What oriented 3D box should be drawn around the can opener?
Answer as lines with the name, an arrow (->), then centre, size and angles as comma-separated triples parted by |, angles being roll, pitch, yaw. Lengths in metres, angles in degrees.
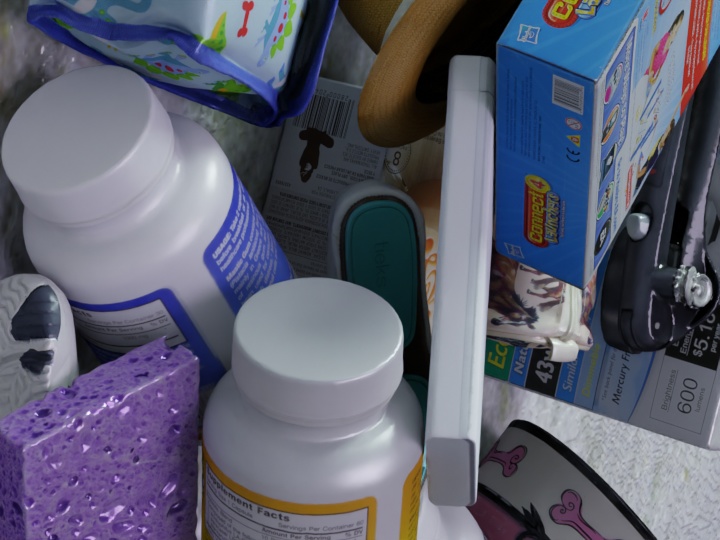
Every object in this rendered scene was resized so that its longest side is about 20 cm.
can opener -> 0.178, -0.049, 1.720 | 0.063, 0.078, 0.201 | 9, 92, -52

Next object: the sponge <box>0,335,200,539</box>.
sponge -> -0.130, 0.139, 1.486 | 0.111, 0.030, 0.201 | -27, 133, -36

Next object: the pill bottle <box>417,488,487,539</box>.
pill bottle -> 0.033, 0.197, 1.786 | 0.111, 0.111, 0.200 | -57, 141, -23

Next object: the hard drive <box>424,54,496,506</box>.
hard drive -> 0.053, 0.008, 1.533 | 0.132, 0.027, 0.201 | 83, 11, -71

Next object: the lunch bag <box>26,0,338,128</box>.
lunch bag -> -0.063, -0.171, 1.508 | 0.200, 0.127, 0.171 | 28, 77, -69

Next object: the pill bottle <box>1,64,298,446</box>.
pill bottle -> -0.104, -0.010, 1.515 | 0.112, 0.112, 0.200 | -56, 141, -24

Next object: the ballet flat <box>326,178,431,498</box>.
ballet flat -> 0.006, 0.045, 1.596 | 0.069, 0.069, 0.201 | -20, 116, -49

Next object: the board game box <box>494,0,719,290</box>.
board game box -> 0.137, -0.124, 1.559 | 0.196, 0.056, 0.200 | -59, 163, -27

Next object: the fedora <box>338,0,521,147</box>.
fedora -> 0.048, -0.156, 1.562 | 0.201, 0.082, 0.201 | -44, 165, -15

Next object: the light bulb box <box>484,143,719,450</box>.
light bulb box -> 0.181, -0.009, 1.829 | 0.125, 0.199, 0.199 | 7, 98, -55

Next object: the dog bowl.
dog bowl -> 0.134, 0.192, 1.864 | 0.074, 0.200, 0.200 | -39, 136, -11

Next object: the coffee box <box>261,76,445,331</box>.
coffee box -> 0.000, 0.000, 1.688 | 0.114, 0.080, 0.201 | 10, 95, -54

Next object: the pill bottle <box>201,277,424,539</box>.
pill bottle -> -0.025, 0.108, 1.500 | 0.113, 0.113, 0.201 | -37, 142, -41

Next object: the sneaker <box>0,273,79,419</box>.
sneaker -> -0.146, 0.084, 1.522 | 0.129, 0.079, 0.200 | -23, 121, -50

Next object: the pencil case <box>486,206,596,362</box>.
pencil case -> 0.115, -0.047, 1.719 | 0.078, 0.089, 0.201 | 16, 84, -28
